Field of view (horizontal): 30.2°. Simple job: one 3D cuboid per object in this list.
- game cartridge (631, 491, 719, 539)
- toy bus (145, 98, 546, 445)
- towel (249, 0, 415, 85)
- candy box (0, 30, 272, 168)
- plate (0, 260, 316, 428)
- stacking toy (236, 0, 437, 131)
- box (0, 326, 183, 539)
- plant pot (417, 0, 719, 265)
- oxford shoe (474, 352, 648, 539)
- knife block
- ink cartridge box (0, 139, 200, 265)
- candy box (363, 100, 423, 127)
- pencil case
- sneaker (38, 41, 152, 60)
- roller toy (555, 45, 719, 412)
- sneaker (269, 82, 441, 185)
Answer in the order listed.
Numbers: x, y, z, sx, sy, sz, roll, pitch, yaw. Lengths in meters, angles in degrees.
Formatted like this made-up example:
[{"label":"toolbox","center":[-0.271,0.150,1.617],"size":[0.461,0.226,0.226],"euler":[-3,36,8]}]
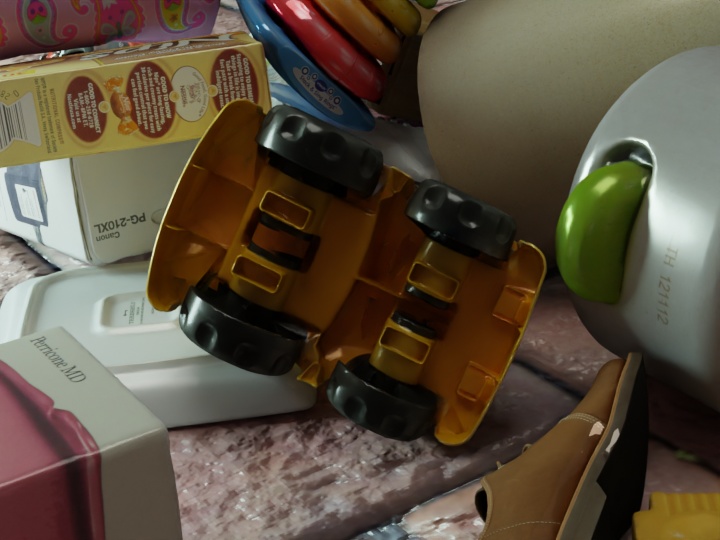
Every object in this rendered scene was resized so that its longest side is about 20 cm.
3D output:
[{"label":"game cartridge","center":[0.214,0.145,0.533],"size":[0.197,0.033,0.177],"euler":[0,24,6]},{"label":"toy bus","center":[0.000,0.000,0.774],"size":[0.198,0.137,0.192],"euler":[26,4,6]},{"label":"towel","center":[-0.057,-0.172,1.095],"size":[0.170,0.048,0.200],"euler":[-7,36,44]},{"label":"candy box","center":[-0.159,-0.107,0.831],"size":[0.197,0.056,0.115],"euler":[-9,15,-8]},{"label":"plate","center":[-0.133,0.037,0.824],"size":[0.197,0.033,0.200],"euler":[-6,24,-6]},{"label":"stacking toy","center":[0.021,-0.201,0.880],"size":[0.200,0.116,0.110],"euler":[-45,33,10]},{"label":"box","center":[-0.186,0.118,0.554],"size":[0.198,0.110,0.128],"euler":[-18,27,-29]},{"label":"plant pot","center":[0.169,-0.120,0.850],"size":[0.199,0.189,0.187],"euler":[-20,10,38]},{"label":"oxford shoe","center":[0.094,0.095,0.620],"size":[0.070,0.072,0.200],"euler":[2,25,25]},{"label":"knife block","center":[0.102,-0.140,1.023],"size":[0.174,0.065,0.200],"euler":[22,19,0]},{"label":"ink cartridge box","center":[-0.180,-0.074,0.978],"size":[0.144,0.085,0.199],"euler":[-17,19,-32]},{"label":"candy box","center":[0.007,-0.103,1.079],"size":[0.135,0.062,0.200],"euler":[-7,24,-6]},{"label":"pencil case","center":[-0.192,-0.185,0.879],"size":[0.198,0.088,0.087],"euler":[-11,24,-33]},{"label":"sneaker","center":[-0.215,-0.162,1.015],"size":[0.081,0.078,0.200],"euler":[-20,18,-21]},{"label":"roller toy","center":[0.214,-0.018,0.707],"size":[0.200,0.183,0.139],"euler":[-45,38,-11]},{"label":"sneaker","center":[0.006,-0.078,0.948],"size":[0.199,0.077,0.081],"euler":[32,50,8]}]
